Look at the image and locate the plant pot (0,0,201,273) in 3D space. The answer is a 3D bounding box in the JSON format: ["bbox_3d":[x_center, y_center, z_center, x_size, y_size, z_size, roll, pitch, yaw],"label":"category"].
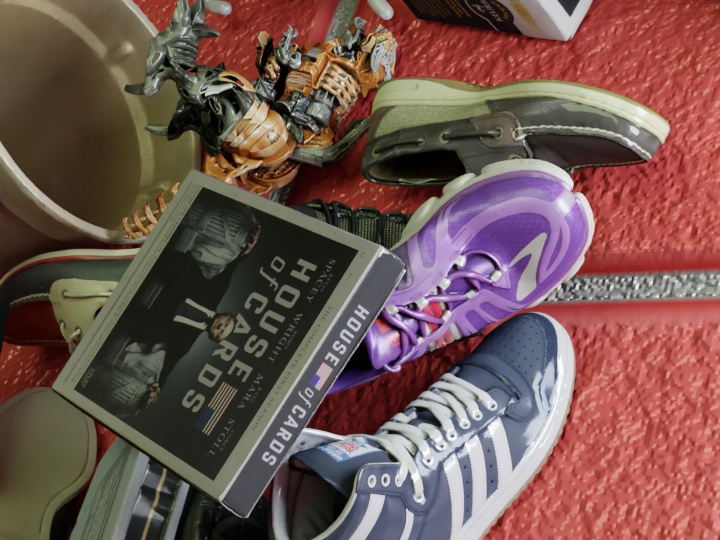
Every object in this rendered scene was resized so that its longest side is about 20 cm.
[{"bbox_3d":[-0.238,-0.078,1.300,0.183,0.200,0.201,-26,45,35],"label":"plant pot"}]

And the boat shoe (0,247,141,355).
[{"bbox_3d":[-0.152,0.026,1.227,0.199,0.071,0.063,-9,56,27],"label":"boat shoe"}]

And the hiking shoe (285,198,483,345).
[{"bbox_3d":[0.000,0.000,1.099,0.199,0.101,0.076,-17,60,30],"label":"hiking shoe"}]

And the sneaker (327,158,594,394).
[{"bbox_3d":[0.033,0.018,1.025,0.200,0.081,0.083,-33,13,17],"label":"sneaker"}]

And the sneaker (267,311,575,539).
[{"bbox_3d":[0.030,0.086,1.008,0.070,0.109,0.200,19,69,46],"label":"sneaker"}]

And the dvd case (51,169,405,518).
[{"bbox_3d":[-0.075,0.032,1.041,0.200,0.025,0.151,23,78,55],"label":"dvd case"}]

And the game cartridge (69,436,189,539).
[{"bbox_3d":[-0.138,0.166,1.076,0.133,0.040,0.201,-47,21,45],"label":"game cartridge"}]

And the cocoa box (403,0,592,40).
[{"bbox_3d":[0.060,-0.252,1.177,0.131,0.200,0.134,15,68,44],"label":"cocoa box"}]

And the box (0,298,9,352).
[{"bbox_3d":[-0.302,0.110,1.209,0.200,0.079,0.142,-45,32,34],"label":"box"}]

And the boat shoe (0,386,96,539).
[{"bbox_3d":[-0.206,0.150,1.168,0.200,0.072,0.063,-83,15,-51],"label":"boat shoe"}]

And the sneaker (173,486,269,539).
[{"bbox_3d":[-0.094,0.194,1.053,0.091,0.076,0.201,-26,41,33],"label":"sneaker"}]

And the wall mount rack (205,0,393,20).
[{"bbox_3d":[-0.078,-0.208,1.276,0.173,0.200,0.075,3,85,42],"label":"wall mount rack"}]

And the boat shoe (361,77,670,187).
[{"bbox_3d":[0.083,-0.068,1.122,0.200,0.072,0.066,8,74,41],"label":"boat shoe"}]

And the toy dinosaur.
[{"bbox_3d":[-0.071,-0.097,1.231,0.200,0.102,0.136,-31,55,-34],"label":"toy dinosaur"}]
